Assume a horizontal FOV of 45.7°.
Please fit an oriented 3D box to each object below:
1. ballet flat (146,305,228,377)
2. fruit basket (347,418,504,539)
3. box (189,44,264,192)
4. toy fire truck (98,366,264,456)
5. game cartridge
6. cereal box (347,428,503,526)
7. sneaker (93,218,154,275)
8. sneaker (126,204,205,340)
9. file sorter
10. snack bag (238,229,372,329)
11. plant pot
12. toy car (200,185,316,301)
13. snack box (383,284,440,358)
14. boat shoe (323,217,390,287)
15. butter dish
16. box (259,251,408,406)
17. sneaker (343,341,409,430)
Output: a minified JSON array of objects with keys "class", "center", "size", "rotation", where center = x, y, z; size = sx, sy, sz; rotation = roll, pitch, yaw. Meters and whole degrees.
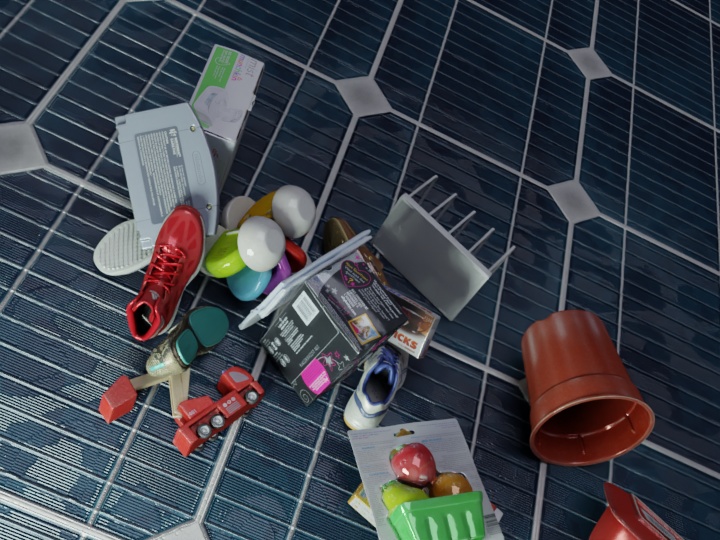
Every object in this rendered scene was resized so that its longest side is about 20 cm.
[{"class":"ballet flat","center":[-0.256,0.102,1.231],"size":[0.068,0.075,0.200],"rotation":[65,15,-9]},{"class":"fruit basket","center":[0.088,0.309,1.215],"size":[0.183,0.094,0.201],"rotation":[-3,46,-24]},{"class":"box","center":[-0.241,-0.236,1.422],"size":[0.096,0.177,0.201],"rotation":[19,52,-9]},{"class":"toy fire truck","center":[-0.249,0.181,1.207],"size":[0.141,0.049,0.199],"rotation":[46,50,12]},{"class":"game cartridge","center":[-0.281,-0.141,1.273],"size":[0.132,0.042,0.202],"rotation":[-11,91,-7]},{"class":"cereal box","center":[0.098,0.350,1.258],"size":[0.200,0.040,0.144],"rotation":[39,51,5]},{"class":"sneaker","center":[-0.317,-0.053,1.330],"size":[0.199,0.079,0.079],"rotation":[-36,79,-13]},{"class":"sneaker","center":[-0.272,0.009,1.208],"size":[0.078,0.202,0.116],"rotation":[15,8,-7]},{"class":"file sorter","center":[0.147,-0.046,1.501],"size":[0.200,0.139,0.124],"rotation":[43,48,8]},{"class":"snack bag","center":[-0.089,0.021,1.303],"size":[0.188,0.200,0.021],"rotation":[-34,86,-37]},{"class":"plant pot","center":[0.357,0.185,1.413],"size":[0.199,0.202,0.196],"rotation":[11,44,-18]},{"class":"toy car","center":[-0.156,-0.034,1.353],"size":[0.200,0.174,0.151],"rotation":[-50,122,-41]},{"class":"snack box","center":[0.030,0.061,1.363],"size":[0.199,0.072,0.024],"rotation":[29,15,28]},{"class":"boat shoe","center":[0.000,0.000,1.445],"size":[0.067,0.072,0.201],"rotation":[-15,71,-39]},{"class":"butter dish","center":[0.412,0.445,1.282],"size":[0.200,0.148,0.199],"rotation":[41,9,9]},{"class":"box","center":[-0.043,0.087,1.267],"size":[0.114,0.200,0.133],"rotation":[-30,78,-39]},{"class":"sneaker","center":[0.041,0.160,1.336],"size":[0.075,0.088,0.201],"rotation":[26,48,-4]}]
